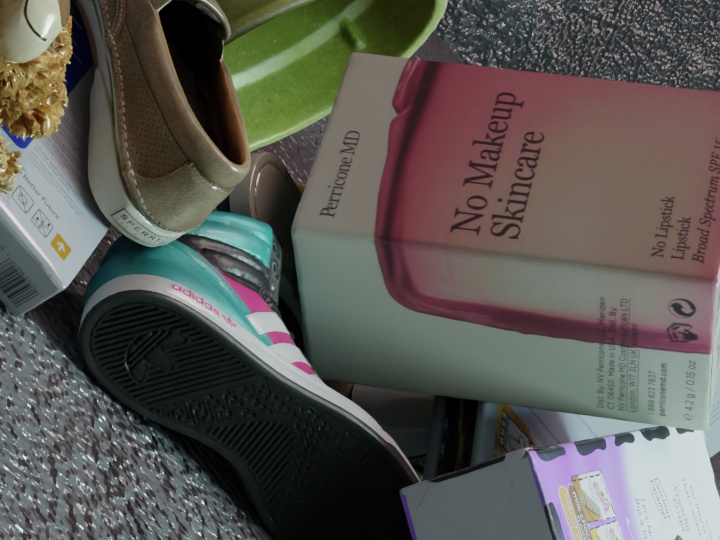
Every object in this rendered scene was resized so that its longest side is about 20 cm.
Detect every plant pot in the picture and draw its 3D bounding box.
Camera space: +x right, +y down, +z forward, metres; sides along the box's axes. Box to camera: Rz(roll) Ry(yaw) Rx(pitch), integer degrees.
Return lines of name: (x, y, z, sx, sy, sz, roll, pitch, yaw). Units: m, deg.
plant pot: (-0.082, -0.183, 1.296, 0.184, 0.200, 0.200, 62, 13, 13)

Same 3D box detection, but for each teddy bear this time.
teddy bear: (-0.179, -0.090, 0.881, 0.200, 0.067, 0.145, 8, 48, -42)

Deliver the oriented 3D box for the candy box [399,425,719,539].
candy box: (0.114, 0.163, 1.075, 0.200, 0.071, 0.168, -1, 73, -61)

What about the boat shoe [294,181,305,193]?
boat shoe: (0.000, 0.000, 1.278, 0.200, 0.074, 0.069, 25, -8, 22)

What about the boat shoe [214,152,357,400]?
boat shoe: (-0.048, 0.015, 1.176, 0.200, 0.063, 0.073, 66, 29, -47)

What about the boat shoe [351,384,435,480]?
boat shoe: (0.047, 0.079, 1.259, 0.071, 0.064, 0.200, 10, 15, 19)

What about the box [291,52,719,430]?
box: (0.079, -0.016, 1.119, 0.109, 0.200, 0.128, 85, 16, -48)

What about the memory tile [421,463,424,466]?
memory tile: (-0.007, 0.053, 1.365, 0.153, 0.017, 0.200, 42, 12, -36)

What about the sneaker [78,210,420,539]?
sneaker: (-0.047, 0.045, 1.063, 0.200, 0.084, 0.121, 43, 22, -26)

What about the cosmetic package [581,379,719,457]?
cosmetic package: (0.133, 0.049, 1.513, 0.167, 0.166, 0.200, 58, 9, 31)

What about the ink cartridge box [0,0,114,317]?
ink cartridge box: (-0.132, -0.071, 1.020, 0.095, 0.037, 0.200, 52, 33, -16)

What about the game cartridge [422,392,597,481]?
game cartridge: (0.078, 0.132, 1.143, 0.133, 0.042, 0.200, 44, 38, -32)

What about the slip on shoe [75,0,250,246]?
slip on shoe: (-0.085, -0.106, 1.027, 0.076, 0.061, 0.200, 32, 41, -40)
